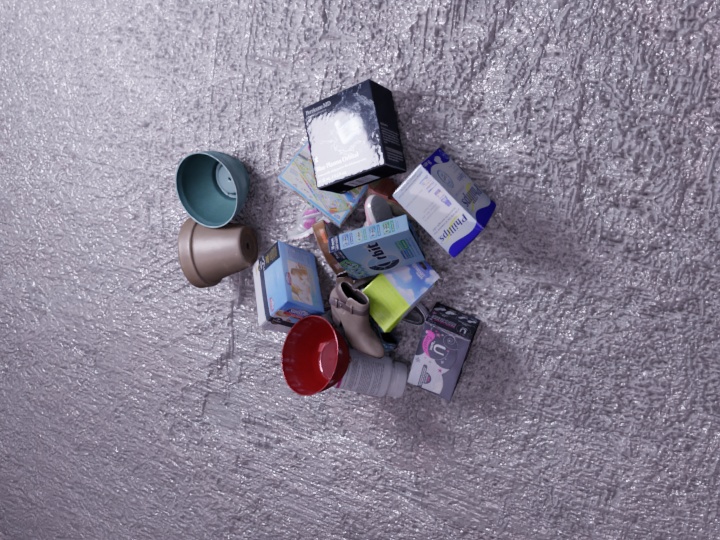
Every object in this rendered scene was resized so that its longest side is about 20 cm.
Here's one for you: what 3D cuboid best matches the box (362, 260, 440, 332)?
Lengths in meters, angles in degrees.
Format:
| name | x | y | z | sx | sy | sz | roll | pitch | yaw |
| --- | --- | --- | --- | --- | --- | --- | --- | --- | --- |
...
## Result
| name | x | y | z | sx | sy | sz | roll | pitch | yaw |
| --- | --- | --- | --- | --- | --- | --- | --- | --- | --- |
| box | 0.099 | 0.046 | 1.561 | 0.200 | 0.048 | 0.122 | -45 | 76 | 9 |

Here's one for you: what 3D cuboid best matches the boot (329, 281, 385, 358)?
| name | x | y | z | sx | sy | sz | roll | pitch | yaw |
| --- | --- | --- | --- | --- | --- | --- | --- | --- | --- |
| boot | -0.002 | 0.122 | 1.546 | 0.199 | 0.070 | 0.147 | 36 | 141 | 13 |

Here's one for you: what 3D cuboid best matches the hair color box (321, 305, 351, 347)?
| name | x | y | z | sx | sy | sz | roll | pitch | yaw |
| --- | --- | --- | --- | --- | --- | --- | --- | --- | --- |
| hair color box | -0.087 | 0.210 | 1.759 | 0.097 | 0.061 | 0.203 | -14 | 107 | 28 |

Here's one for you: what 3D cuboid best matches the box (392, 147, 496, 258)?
| name | x | y | z | sx | sy | sz | roll | pitch | yaw |
| --- | --- | --- | --- | --- | --- | --- | --- | --- | --- |
| box | 0.197 | -0.159 | 1.392 | 0.200 | 0.184 | 0.105 | 45 | 121 | -1 |

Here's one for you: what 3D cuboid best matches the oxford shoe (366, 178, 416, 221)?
| name | x | y | z | sx | sy | sz | roll | pitch | yaw |
| --- | --- | --- | --- | --- | --- | --- | --- | --- | --- |
| oxford shoe | 0.105 | -0.163 | 1.514 | 0.198 | 0.071 | 0.074 | 31 | 149 | 7 |

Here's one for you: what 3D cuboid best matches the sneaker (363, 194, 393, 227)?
| name | x | y | z | sx | sy | sz | roll | pitch | yaw |
| --- | --- | --- | --- | --- | --- | --- | --- | --- | --- |
| sneaker | 0.033 | -0.114 | 1.510 | 0.103 | 0.077 | 0.200 | 6 | 155 | 32 |

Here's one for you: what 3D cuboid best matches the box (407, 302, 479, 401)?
| name | x | y | z | sx | sy | sz | roll | pitch | yaw |
| --- | --- | --- | --- | --- | --- | --- | --- | --- | --- |
| box | 0.214 | 0.212 | 1.588 | 0.130 | 0.115 | 0.203 | 21 | 119 | 14 |

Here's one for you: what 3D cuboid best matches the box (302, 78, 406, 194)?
| name | x | y | z | sx | sy | sz | roll | pitch | yaw |
| --- | --- | --- | --- | --- | --- | --- | --- | --- | --- |
| box | -0.015 | -0.307 | 1.429 | 0.194 | 0.117 | 0.204 | -15 | 83 | 29 |

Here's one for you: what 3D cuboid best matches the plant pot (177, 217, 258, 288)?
| name | x | y | z | sx | sy | sz | roll | pitch | yaw |
| --- | --- | --- | --- | --- | --- | --- | --- | --- | --- |
| plant pot | -0.386 | -0.061 | 1.707 | 0.171 | 0.201 | 0.204 | -7 | 109 | 18 |

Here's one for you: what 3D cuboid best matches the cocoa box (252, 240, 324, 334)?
| name | x | y | z | sx | sy | sz | roll | pitch | yaw |
| --- | --- | --- | --- | --- | --- | --- | --- | --- | --- |
| cocoa box | -0.196 | 0.049 | 1.640 | 0.132 | 0.203 | 0.131 | 20 | 133 | -39 |

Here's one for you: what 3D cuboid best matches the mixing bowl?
| name | x | y | z | sx | sy | sz | roll | pitch | yaw |
| --- | --- | --- | --- | --- | --- | --- | --- | --- | --- |
| mixing bowl | -0.101 | 0.227 | 1.581 | 0.197 | 0.108 | 0.205 | -13 | 69 | 36 |

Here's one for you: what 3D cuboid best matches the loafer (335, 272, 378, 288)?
| name | x | y | z | sx | sy | sz | roll | pitch | yaw |
| --- | --- | --- | --- | --- | --- | --- | --- | --- | --- |
| loafer | 0.000 | 0.000 | 1.617 | 0.199 | 0.073 | 0.071 | -37 | 94 | 32 |

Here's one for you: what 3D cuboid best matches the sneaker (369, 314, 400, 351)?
| name | x | y | z | sx | sy | sz | roll | pitch | yaw |
| --- | --- | --- | --- | --- | --- | --- | --- | --- | --- |
| sneaker | 0.039 | 0.136 | 1.643 | 0.095 | 0.080 | 0.201 | -14 | 123 | 45 |

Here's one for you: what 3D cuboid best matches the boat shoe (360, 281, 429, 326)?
| name | x | y | z | sx | sy | sz | roll | pitch | yaw |
| --- | --- | --- | --- | --- | --- | --- | --- | --- | --- |
| boat shoe | 0.089 | 0.094 | 1.621 | 0.198 | 0.068 | 0.074 | 35 | 122 | 7 |

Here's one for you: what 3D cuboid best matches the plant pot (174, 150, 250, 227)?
| name | x | y | z | sx | sy | sz | roll | pitch | yaw |
| --- | --- | --- | --- | --- | --- | --- | --- | --- | --- |
| plant pot | -0.382 | -0.235 | 1.654 | 0.196 | 0.134 | 0.204 | 10 | 116 | 21 |

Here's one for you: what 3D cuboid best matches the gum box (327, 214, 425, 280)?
| name | x | y | z | sx | sy | sz | roll | pitch | yaw |
| --- | --- | --- | --- | --- | --- | --- | --- | --- | --- |
| gum box | 0.042 | -0.052 | 1.470 | 0.196 | 0.170 | 0.045 | -16 | 62 | 14 |

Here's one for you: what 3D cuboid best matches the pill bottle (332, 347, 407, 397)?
| name | x | y | z | sx | sy | sz | roll | pitch | yaw |
| --- | --- | --- | --- | --- | --- | --- | --- | --- | --- |
| pill bottle | 0.023 | 0.283 | 1.678 | 0.196 | 0.114 | 0.115 | 14 | 120 | -8 |

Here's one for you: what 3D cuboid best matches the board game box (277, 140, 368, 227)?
| name | x | y | z | sx | sy | sz | roll | pitch | yaw |
| --- | --- | --- | --- | --- | --- | --- | --- | --- | --- |
| board game box | -0.091 | -0.222 | 1.537 | 0.199 | 0.034 | 0.135 | 37 | 80 | 6 |

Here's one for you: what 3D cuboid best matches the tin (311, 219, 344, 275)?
| name | x | y | z | sx | sy | sz | roll | pitch | yaw |
| --- | --- | --- | --- | --- | --- | --- | --- | --- | --- |
| tin | -0.077 | -0.058 | 1.562 | 0.041 | 0.200 | 0.114 | -19 | 72 | 4 |

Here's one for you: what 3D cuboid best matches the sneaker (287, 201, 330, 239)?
| name | x | y | z | sx | sy | sz | roll | pitch | yaw |
| --- | --- | --- | --- | --- | --- | --- | --- | --- | --- |
| sneaker | -0.122 | -0.151 | 1.611 | 0.198 | 0.081 | 0.089 | -29 | 95 | 25 |
